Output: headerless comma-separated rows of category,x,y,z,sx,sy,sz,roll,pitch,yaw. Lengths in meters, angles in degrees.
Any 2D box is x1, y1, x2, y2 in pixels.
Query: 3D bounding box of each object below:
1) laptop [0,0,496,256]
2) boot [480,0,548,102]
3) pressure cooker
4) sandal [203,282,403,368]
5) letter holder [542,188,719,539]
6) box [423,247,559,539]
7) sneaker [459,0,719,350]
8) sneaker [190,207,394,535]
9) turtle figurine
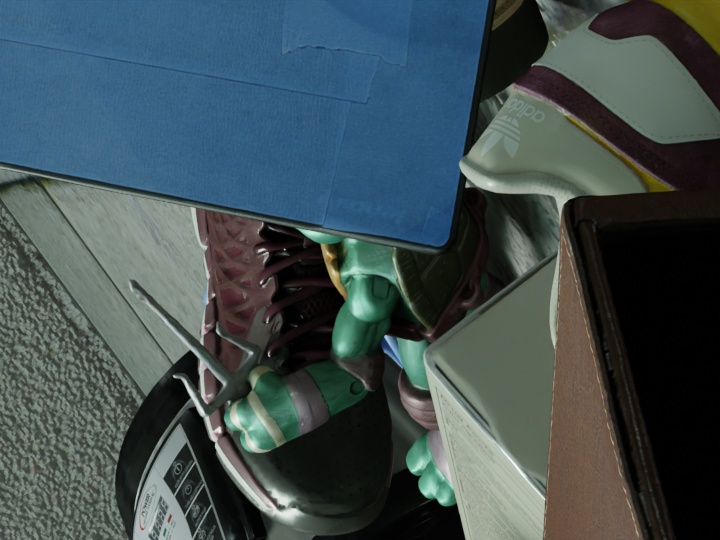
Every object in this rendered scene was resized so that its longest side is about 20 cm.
laptop,-0.064,-0.117,0.546,0.187,0.116,0.200,11,154,16
boot,-0.031,-0.136,0.731,0.200,0.077,0.138,22,145,49
pressure cooker,-0.023,0.117,1.224,0.200,0.176,0.179,45,169,40
sandal,-0.038,-0.010,1.119,0.200,0.087,0.080,45,169,45
letter holder,0.097,0.102,0.534,0.142,0.100,0.200,-95,4,-48
box,0.086,0.075,0.866,0.095,0.078,0.200,49,169,21
sneaker,0.096,0.023,0.609,0.200,0.090,0.075,57,169,-22
sneaker,-0.028,-0.002,0.990,0.116,0.076,0.200,107,152,-54
turtle figurine,0.000,0.000,0.892,0.101,0.150,0.200,1,153,29
